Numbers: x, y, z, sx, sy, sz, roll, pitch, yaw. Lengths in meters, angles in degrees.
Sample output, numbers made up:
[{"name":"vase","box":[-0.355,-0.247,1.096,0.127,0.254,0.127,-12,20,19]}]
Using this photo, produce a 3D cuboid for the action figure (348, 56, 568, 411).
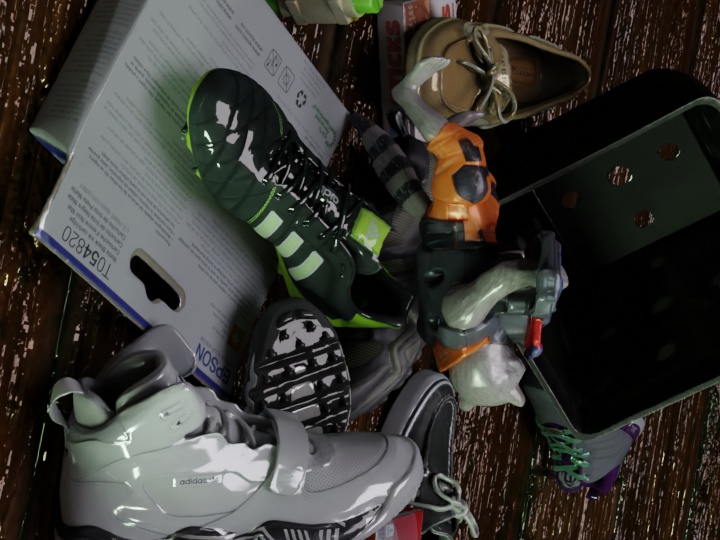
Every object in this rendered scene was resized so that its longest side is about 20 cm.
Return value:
[{"name":"action figure","box":[0.061,-0.008,0.974,0.200,0.105,0.194,84,-5,-76]}]

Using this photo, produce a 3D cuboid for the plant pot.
[{"name":"plant pot","box":[0.195,-0.033,1.175,0.200,0.200,0.177,57,16,-21]}]

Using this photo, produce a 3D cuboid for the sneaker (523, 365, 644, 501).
[{"name":"sneaker","box":[0.182,0.139,1.344,0.200,0.074,0.088,33,74,-56]}]

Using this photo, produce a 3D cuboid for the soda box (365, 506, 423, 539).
[{"name":"soda box","box":[-0.010,0.252,1.064,0.063,0.070,0.200,-2,99,-59]}]

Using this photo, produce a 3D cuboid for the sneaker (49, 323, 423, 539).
[{"name":"sneaker","box":[-0.065,0.089,0.845,0.075,0.200,0.115,-116,-161,-59]}]

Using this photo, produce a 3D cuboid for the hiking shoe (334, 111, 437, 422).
[{"name":"hiking shoe","box":[0.000,0.000,1.038,0.101,0.076,0.200,37,70,-29]}]

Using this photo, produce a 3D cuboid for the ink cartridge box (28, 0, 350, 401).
[{"name":"ink cartridge box","box":[-0.095,-0.059,0.885,0.200,0.041,0.200,51,55,-50]}]

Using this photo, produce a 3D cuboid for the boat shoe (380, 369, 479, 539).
[{"name":"boat shoe","box":[0.043,0.169,1.130,0.074,0.068,0.199,41,62,-54]}]

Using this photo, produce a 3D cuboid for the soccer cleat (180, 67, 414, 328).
[{"name":"soccer cleat","box":[-0.028,-0.037,0.881,0.068,0.081,0.200,-63,144,-26]}]

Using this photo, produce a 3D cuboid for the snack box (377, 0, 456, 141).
[{"name":"snack box","box":[0.043,-0.089,1.112,0.072,0.024,0.200,-29,120,-54]}]

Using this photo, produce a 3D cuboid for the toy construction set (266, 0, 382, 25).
[{"name":"toy construction set","box":[-0.007,-0.224,0.946,0.200,0.092,0.131,-59,144,-19]}]

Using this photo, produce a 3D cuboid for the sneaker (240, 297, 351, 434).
[{"name":"sneaker","box":[-0.049,0.101,0.956,0.066,0.090,0.200,-17,118,-25]}]

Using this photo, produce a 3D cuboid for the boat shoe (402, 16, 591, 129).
[{"name":"boat shoe","box":[0.092,-0.135,1.099,0.200,0.063,0.073,-20,114,-58]}]
